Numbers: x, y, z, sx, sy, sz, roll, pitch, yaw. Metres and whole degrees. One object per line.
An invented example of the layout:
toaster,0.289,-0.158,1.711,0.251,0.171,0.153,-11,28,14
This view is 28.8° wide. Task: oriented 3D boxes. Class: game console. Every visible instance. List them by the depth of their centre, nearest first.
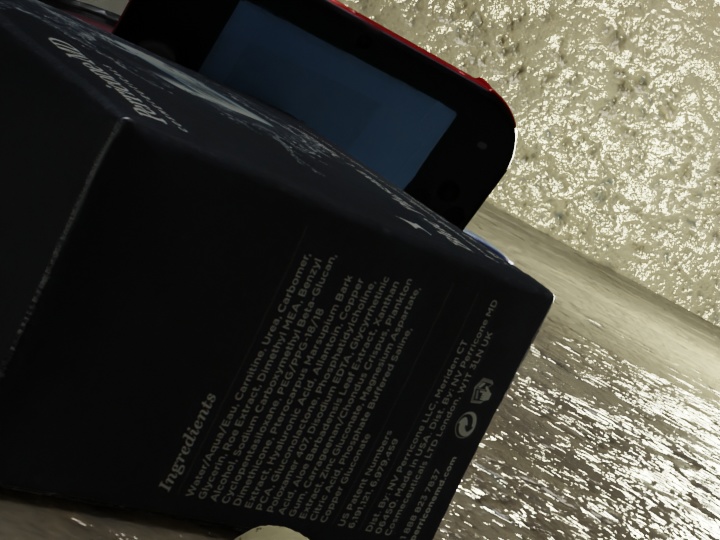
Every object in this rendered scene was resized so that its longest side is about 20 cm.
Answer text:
game console,-0.042,-0.047,0.664,0.198,0.178,0.031,25,23,-23

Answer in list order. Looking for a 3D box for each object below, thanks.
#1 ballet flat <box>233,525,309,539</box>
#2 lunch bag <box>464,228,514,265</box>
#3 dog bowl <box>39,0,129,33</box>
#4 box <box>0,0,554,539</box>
ballet flat,0.031,0.115,0.316,0.066,0.057,0.199,21,11,-44
lunch bag,0.016,-0.031,1.109,0.198,0.076,0.160,28,6,-13
dog bowl,-0.140,-0.100,0.723,0.197,0.075,0.201,12,-24,6
box,-0.071,-0.006,0.510,0.199,0.119,0.196,19,12,-42
